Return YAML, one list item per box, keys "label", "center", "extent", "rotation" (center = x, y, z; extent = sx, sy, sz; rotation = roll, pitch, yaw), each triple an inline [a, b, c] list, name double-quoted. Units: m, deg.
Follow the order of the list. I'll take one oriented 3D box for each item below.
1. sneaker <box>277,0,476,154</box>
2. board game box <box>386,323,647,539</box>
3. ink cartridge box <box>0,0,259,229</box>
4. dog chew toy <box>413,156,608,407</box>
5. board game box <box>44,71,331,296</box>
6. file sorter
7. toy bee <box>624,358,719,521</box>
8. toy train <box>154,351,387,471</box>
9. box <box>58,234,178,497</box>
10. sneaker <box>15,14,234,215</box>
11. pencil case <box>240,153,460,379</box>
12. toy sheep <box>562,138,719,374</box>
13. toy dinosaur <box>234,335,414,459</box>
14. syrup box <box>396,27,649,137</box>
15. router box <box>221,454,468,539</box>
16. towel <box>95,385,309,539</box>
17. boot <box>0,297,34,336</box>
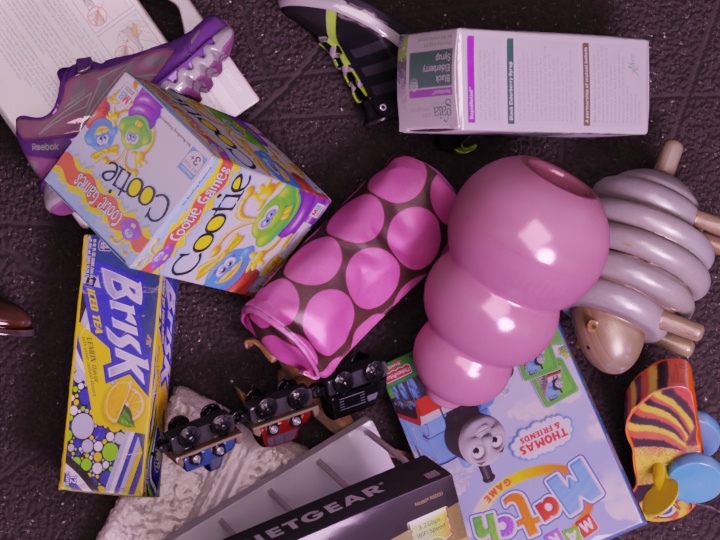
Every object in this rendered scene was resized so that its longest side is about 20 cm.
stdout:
- label: "sneaker"
  center: [0.014, -0.158, 1.577]
  extent: [0.199, 0.072, 0.083]
  rotation: [28, 88, -6]
- label: "board game box"
  center: [0.120, 0.139, 1.564]
  extent: [0.150, 0.037, 0.201]
  rotation: [-25, 77, 9]
- label: "ink cartridge box"
  center: [-0.208, -0.164, 1.562]
  extent: [0.176, 0.045, 0.201]
  rotation: [-36, 95, -5]
- label: "dog chew toy"
  center: [0.106, 0.016, 1.500]
  extent: [0.124, 0.125, 0.201]
  rotation: [25, 107, -6]
- label: "board game box"
  center: [-0.125, -0.061, 1.474]
  extent: [0.105, 0.200, 0.103]
  rotation: [43, 101, 22]
- label: "file sorter"
  center: [-0.029, 0.236, 1.520]
  extent: [0.199, 0.124, 0.140]
  rotation: [-30, 111, -14]
- label: "toy bee"
  center: [0.245, 0.168, 1.591]
  extent: [0.108, 0.131, 0.201]
  rotation: [-16, 104, 17]
- label: "toy train"
  center: [-0.067, 0.114, 1.530]
  extent: [0.199, 0.034, 0.046]
  rotation: [-18, 114, -23]
- label: "box"
  center: [-0.188, 0.076, 1.540]
  extent: [0.069, 0.064, 0.202]
  rotation: [4, 84, 7]
- label: "sneaker"
  center: [-0.187, -0.137, 1.509]
  extent: [0.200, 0.081, 0.089]
  rotation: [-41, 83, -5]
- label: "pencil case"
  center: [0.000, 0.000, 1.547]
  extent: [0.200, 0.091, 0.094]
  rotation: [-43, 112, -20]
- label: "toy sheep"
  center: [0.226, -0.011, 1.578]
  extent: [0.137, 0.138, 0.201]
  rotation: [24, 73, -7]
- label: "toy dinosaur"
  center: [-0.039, 0.097, 1.577]
  extent: [0.106, 0.060, 0.201]
  rotation: [-31, 94, -8]
- label: "syrup box"
  center: [0.130, -0.147, 1.547]
  extent: [0.199, 0.079, 0.082]
  rotation: [-1, 91, -35]
- label: "router box"
  center: [-0.011, 0.247, 1.432]
  extent: [0.199, 0.052, 0.158]
  rotation: [-21, 109, -18]
- label: "towel"
  center: [-0.137, 0.207, 1.578]
  extent: [0.132, 0.034, 0.201]
  rotation: [27, 87, -7]
- label: "boot"
  center: [-0.317, -0.062, 1.534]
  extent: [0.185, 0.064, 0.201]
  rotation: [19, 91, -5]
